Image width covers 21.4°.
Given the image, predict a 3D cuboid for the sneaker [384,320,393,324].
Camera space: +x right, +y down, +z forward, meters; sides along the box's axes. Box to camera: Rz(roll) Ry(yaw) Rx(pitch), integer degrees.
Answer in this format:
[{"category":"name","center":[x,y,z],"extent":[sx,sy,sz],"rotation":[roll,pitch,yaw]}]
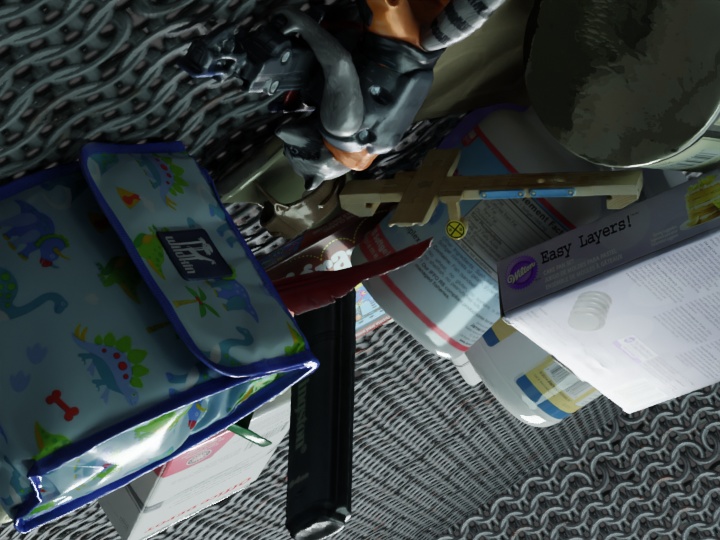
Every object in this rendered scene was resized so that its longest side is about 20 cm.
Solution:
[{"category":"sneaker","center":[0.024,0.006,1.552],"extent":[0.088,0.076,0.200],"rotation":[-31,164,-9]}]

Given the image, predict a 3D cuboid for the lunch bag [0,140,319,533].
[{"category":"lunch bag","center":[-0.145,0.026,1.098],"extent":[0.200,0.170,0.127],"rotation":[-24,163,-29]}]

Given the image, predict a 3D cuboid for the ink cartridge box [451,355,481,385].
[{"category":"ink cartridge box","center":[0.133,0.025,1.811],"extent":[0.145,0.084,0.200],"rotation":[-34,165,0]}]

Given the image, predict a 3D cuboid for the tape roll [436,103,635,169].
[{"category":"tape roll","center":[0.154,-0.084,1.498],"extent":[0.200,0.066,0.200],"rotation":[-23,156,-11]}]

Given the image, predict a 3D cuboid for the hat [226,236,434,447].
[{"category":"hat","center":[-0.090,0.011,1.306],"extent":[0.176,0.200,0.166],"rotation":[-63,-173,-4]}]

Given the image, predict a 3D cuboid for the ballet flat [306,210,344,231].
[{"category":"ballet flat","center":[-0.025,0.002,1.483],"extent":[0.067,0.067,0.200],"rotation":[-11,151,-22]}]

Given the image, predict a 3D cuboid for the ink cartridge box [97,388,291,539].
[{"category":"ink cartridge box","center":[-0.140,0.136,1.604],"extent":[0.146,0.083,0.200],"rotation":[-25,162,-29]}]

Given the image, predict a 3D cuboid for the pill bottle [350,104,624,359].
[{"category":"pill bottle","center":[0.096,-0.041,1.339],"extent":[0.200,0.109,0.109],"rotation":[-45,163,9]}]

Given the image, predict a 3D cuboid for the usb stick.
[{"category":"usb stick","center":[-0.027,0.093,1.319],"extent":[0.055,0.200,0.033],"rotation":[-30,134,35]}]

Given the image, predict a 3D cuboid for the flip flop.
[{"category":"flip flop","center":[-0.042,-0.050,1.282],"extent":[0.081,0.058,0.200],"rotation":[-35,165,7]}]

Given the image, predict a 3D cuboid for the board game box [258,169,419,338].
[{"category":"board game box","center":[0.000,0.000,1.405],"extent":[0.200,0.019,0.103],"rotation":[-29,129,-5]}]

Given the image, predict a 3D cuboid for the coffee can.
[{"category":"coffee can","center":[0.218,-0.136,1.238],"extent":[0.146,0.146,0.200],"rotation":[-41,158,27]}]

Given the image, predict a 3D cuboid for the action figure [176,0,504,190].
[{"category":"action figure","center":[0.001,-0.122,1.076],"extent":[0.200,0.105,0.194],"rotation":[-19,149,-49]}]

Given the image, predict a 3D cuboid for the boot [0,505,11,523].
[{"category":"boot","center":[-0.214,0.122,1.374],"extent":[0.200,0.107,0.075],"rotation":[-16,155,-52]}]

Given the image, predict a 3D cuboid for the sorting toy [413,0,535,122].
[{"category":"sorting toy","center":[0.098,-0.166,1.267],"extent":[0.200,0.036,0.185],"rotation":[-11,153,-45]}]

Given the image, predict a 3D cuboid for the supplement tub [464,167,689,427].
[{"category":"supplement tub","center":[0.181,0.014,1.466],"extent":[0.200,0.145,0.145],"rotation":[-34,165,17]}]

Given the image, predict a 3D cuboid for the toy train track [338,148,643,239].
[{"category":"toy train track","center":[0.086,-0.044,1.250],"extent":[0.200,0.033,0.115],"rotation":[-2,-153,19]}]

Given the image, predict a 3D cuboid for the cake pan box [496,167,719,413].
[{"category":"cake pan box","center":[0.220,0.020,1.304],"extent":[0.184,0.052,0.200],"rotation":[-23,144,28]}]
